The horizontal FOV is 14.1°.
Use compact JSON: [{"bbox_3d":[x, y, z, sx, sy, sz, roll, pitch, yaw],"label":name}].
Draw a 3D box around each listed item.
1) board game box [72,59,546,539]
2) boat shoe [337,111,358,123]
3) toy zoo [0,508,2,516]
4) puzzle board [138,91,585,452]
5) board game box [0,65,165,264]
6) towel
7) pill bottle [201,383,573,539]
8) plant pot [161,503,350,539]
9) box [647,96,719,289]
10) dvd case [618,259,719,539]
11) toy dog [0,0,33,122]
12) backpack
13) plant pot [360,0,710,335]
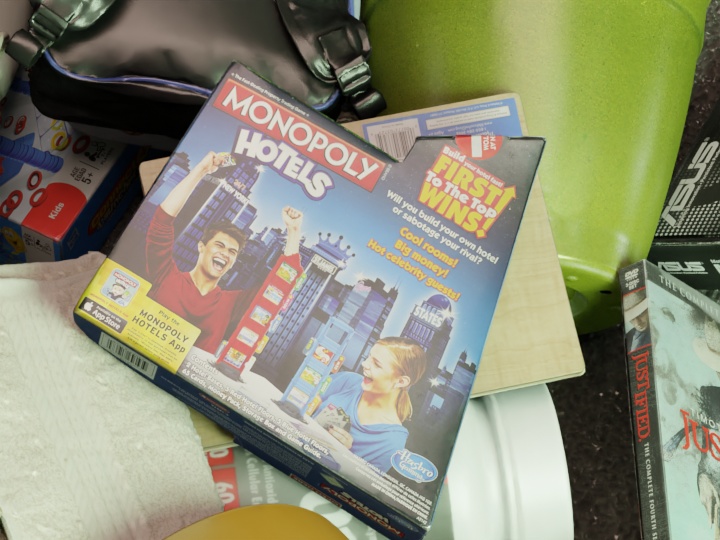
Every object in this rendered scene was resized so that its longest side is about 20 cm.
[{"bbox_3d":[-0.005,-0.003,1.418,0.199,0.062,0.200,32,73,1],"label":"board game box"},{"bbox_3d":[-0.040,-0.013,1.598,0.072,0.060,0.202,23,61,14],"label":"boat shoe"},{"bbox_3d":[-0.258,0.142,1.377,0.200,0.020,0.131,-53,53,18],"label":"toy zoo"},{"bbox_3d":[0.000,0.000,1.463,0.199,0.017,0.152,-11,75,-6],"label":"puzzle board"},{"bbox_3d":[-0.202,-0.112,1.666,0.195,0.056,0.200,24,61,14],"label":"board game box"},{"bbox_3d":[-0.133,0.084,1.385,0.132,0.034,0.201,-7,65,-40],"label":"towel"},{"bbox_3d":[0.003,0.115,1.485,0.199,0.114,0.114,-8,58,-4],"label":"pill bottle"},{"bbox_3d":[-0.026,0.239,1.326,0.200,0.201,0.183,-35,49,-19],"label":"plant pot"},{"bbox_3d":[0.272,-0.076,1.583,0.193,0.048,0.200,2,50,45],"label":"box"},{"bbox_3d":[0.189,0.108,1.486,0.022,0.146,0.201,-28,49,34],"label":"dvd case"},{"bbox_3d":[-0.230,-0.121,1.571,0.096,0.132,0.200,11,37,0],"label":"toy dog"},{"bbox_3d":[-0.083,-0.158,1.574,0.199,0.154,0.192,12,69,-9],"label":"backpack"},{"bbox_3d":[0.090,-0.072,1.571,0.199,0.201,0.194,3,69,3],"label":"plant pot"}]
